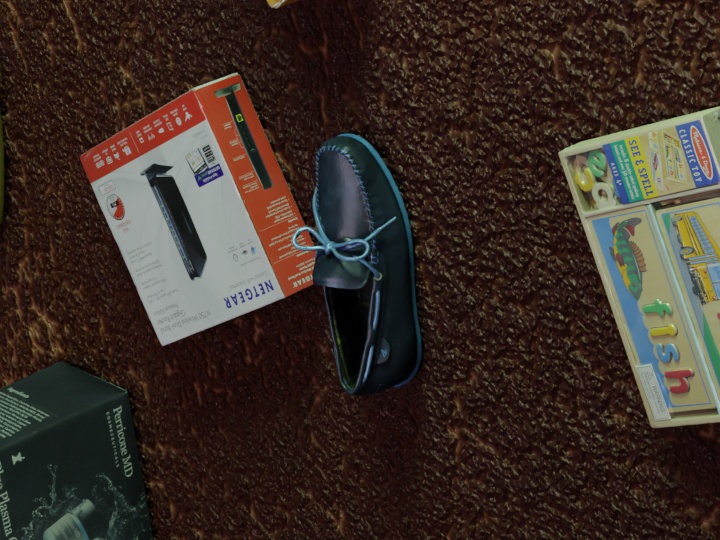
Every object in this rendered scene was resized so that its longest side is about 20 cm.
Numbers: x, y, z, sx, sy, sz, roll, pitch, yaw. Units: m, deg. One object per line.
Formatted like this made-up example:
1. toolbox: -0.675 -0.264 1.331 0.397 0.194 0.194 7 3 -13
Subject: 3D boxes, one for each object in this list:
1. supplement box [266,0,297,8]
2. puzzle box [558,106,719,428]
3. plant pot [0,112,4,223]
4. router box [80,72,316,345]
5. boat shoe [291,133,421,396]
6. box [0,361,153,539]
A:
1. supplement box: -0.071 -0.293 1.447 0.067 0.069 0.200 -32 83 53
2. puzzle box: 0.211 0.002 1.305 0.133 0.025 0.200 -13 99 51
3. plant pot: -0.449 -0.101 1.914 0.200 0.200 0.177 18 134 44
4. router box: -0.132 -0.046 1.667 0.200 0.049 0.180 -22 92 52
5. boat shoe: 0.000 0.000 1.518 0.084 0.069 0.201 -1 109 50
6. box: -0.313 0.220 1.903 0.117 0.200 0.197 17 122 45
